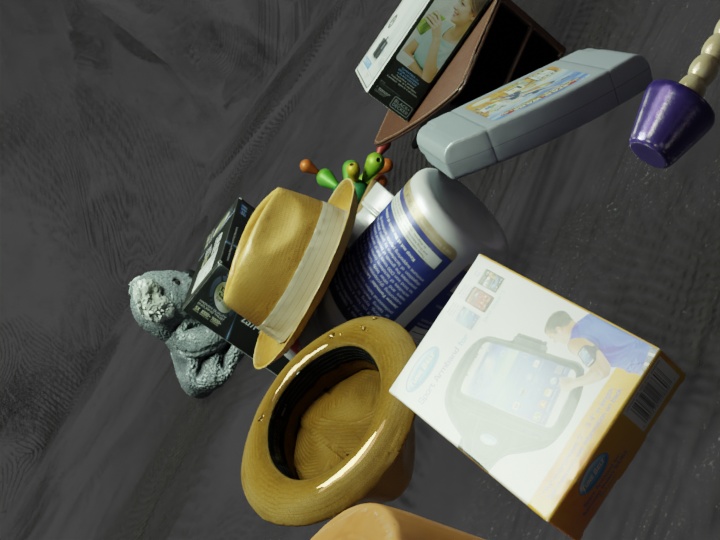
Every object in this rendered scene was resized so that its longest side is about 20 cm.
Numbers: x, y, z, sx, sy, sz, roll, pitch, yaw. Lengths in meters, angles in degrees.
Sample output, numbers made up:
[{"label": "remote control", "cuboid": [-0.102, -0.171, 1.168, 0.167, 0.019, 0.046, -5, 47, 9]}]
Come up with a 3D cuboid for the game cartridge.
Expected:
[{"label": "game cartridge", "cuboid": [0.153, -0.145, 0.867, 0.197, 0.042, 0.133, -26, 14, -2]}]

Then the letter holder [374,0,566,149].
[{"label": "letter holder", "cuboid": [0.117, -0.193, 1.103, 0.199, 0.100, 0.144, -23, 37, 61]}]

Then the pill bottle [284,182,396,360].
[{"label": "pill bottle", "cuboid": [-0.010, 0.010, 1.038, 0.202, 0.111, 0.112, -54, 17, 6]}]

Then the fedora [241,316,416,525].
[{"label": "fedora", "cuboid": [-0.010, 0.134, 0.795, 0.199, 0.082, 0.203, -33, 32, 24]}]

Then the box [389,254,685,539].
[{"label": "box", "cuboid": [0.100, 0.070, 0.635, 0.120, 0.041, 0.199, -55, 39, -2]}]

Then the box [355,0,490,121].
[{"label": "box", "cuboid": [0.079, -0.281, 1.090, 0.201, 0.060, 0.117, -53, 19, 16]}]

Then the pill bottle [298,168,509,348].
[{"label": "pill bottle", "cuboid": [0.035, 0.013, 0.902, 0.200, 0.115, 0.116, -46, 18, 25]}]

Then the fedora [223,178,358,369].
[{"label": "fedora", "cuboid": [-0.077, -0.010, 0.920, 0.202, 0.081, 0.202, -57, 15, 23]}]

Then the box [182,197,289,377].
[{"label": "box", "cuboid": [-0.131, 0.019, 1.268, 0.086, 0.163, 0.201, -46, 17, 21]}]

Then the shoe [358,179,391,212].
[{"label": "shoe", "cuboid": [-0.010, -0.018, 1.195, 0.202, 0.053, 0.070, -61, 7, -16]}]

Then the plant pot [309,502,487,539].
[{"label": "plant pot", "cuboid": [0.028, 0.215, 0.494, 0.200, 0.139, 0.201, -47, 18, 20]}]

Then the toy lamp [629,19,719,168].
[{"label": "toy lamp", "cuboid": [0.266, -0.166, 0.714, 0.202, 0.058, 0.058, -54, 17, -7]}]

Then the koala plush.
[{"label": "koala plush", "cuboid": [-0.272, 0.075, 1.485, 0.185, 0.199, 0.177, -55, 17, -4]}]

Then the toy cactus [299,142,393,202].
[{"label": "toy cactus", "cuboid": [-0.031, -0.097, 1.365, 0.198, 0.101, 0.168, -24, 43, 45]}]
